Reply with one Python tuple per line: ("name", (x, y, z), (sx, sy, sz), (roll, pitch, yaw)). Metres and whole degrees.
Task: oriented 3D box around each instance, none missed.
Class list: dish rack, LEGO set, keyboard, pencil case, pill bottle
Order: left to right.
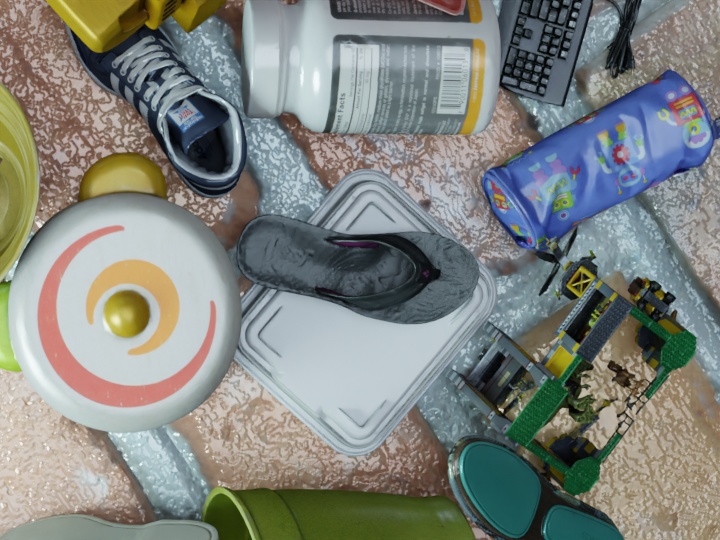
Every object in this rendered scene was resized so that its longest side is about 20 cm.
("dish rack", (0.004, 0.036, 1.554), (0.171, 0.044, 0.200), (42, 86, -8))
("pill bottle", (0.006, -0.168, 1.512), (0.197, 0.116, 0.118), (1, 92, -9))
("LEGO set", (0.169, 0.073, 1.565), (0.153, 0.116, 0.201), (23, 103, -37))
("keyboard", (0.187, -0.236, 1.587), (0.126, 0.021, 0.202), (15, 90, -9))
("pencil case", (0.201, -0.088, 1.564), (0.199, 0.078, 0.088), (-28, 97, -7))

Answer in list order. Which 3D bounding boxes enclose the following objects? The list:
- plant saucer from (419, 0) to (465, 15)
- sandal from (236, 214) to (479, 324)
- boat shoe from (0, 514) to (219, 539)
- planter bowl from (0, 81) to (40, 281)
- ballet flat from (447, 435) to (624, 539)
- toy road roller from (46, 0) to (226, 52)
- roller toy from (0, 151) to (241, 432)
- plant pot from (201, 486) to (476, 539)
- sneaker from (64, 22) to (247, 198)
("plant saucer", (0.004, -0.316, 1.456), (0.198, 0.037, 0.202), (18, 71, -28))
("sandal", (-0.001, 0.001, 1.506), (0.198, 0.048, 0.076), (7, 91, -8))
("boat shoe", (-0.197, 0.233, 1.493), (0.198, 0.075, 0.062), (-3, 115, 16))
("planter bowl", (-0.319, -0.060, 1.463), (0.198, 0.083, 0.203), (-2, 84, 18))
("ballet flat", (0.128, 0.195, 1.532), (0.199, 0.074, 0.075), (37, 85, -28))
("toy road roller", (-0.177, -0.233, 1.431), (0.146, 0.200, 0.123), (-42, 92, -12))
("roller toy", (-0.183, 0.029, 1.474), (0.182, 0.140, 0.201), (40, 85, -9))
("plant pot", (-0.008, 0.258, 1.496), (0.191, 0.200, 0.203), (-7, 93, -20))
("sneaker", (-0.158, -0.144, 1.489), (0.070, 0.108, 0.201), (-39, 97, -6))
